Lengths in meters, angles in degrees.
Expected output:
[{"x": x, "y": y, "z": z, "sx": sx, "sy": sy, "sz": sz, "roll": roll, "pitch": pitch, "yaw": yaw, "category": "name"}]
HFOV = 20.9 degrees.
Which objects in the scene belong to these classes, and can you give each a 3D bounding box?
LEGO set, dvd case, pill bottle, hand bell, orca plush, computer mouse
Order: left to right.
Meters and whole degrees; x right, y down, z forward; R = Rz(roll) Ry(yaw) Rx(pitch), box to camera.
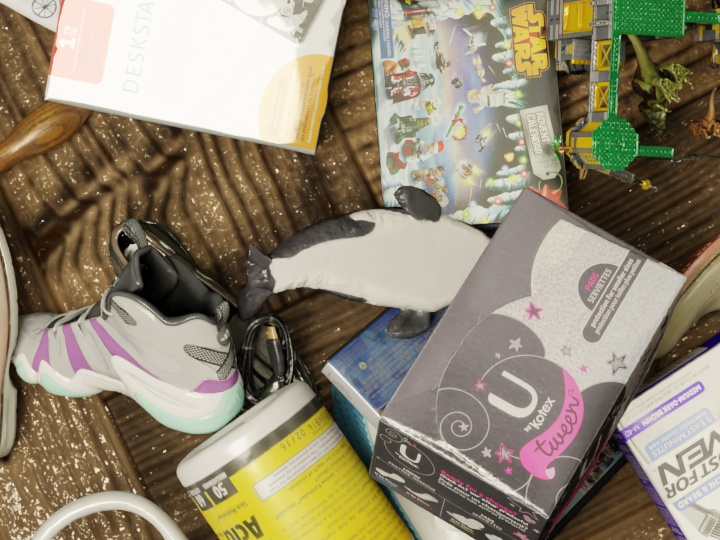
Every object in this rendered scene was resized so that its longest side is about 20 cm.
[{"x": -0.281, "y": -0.077, "z": 1.451, "sx": 0.200, "sy": 0.104, "sz": 0.104, "roll": -36, "pitch": 83, "yaw": -13, "category": "hand bell"}, {"x": -0.042, "y": 0.127, "z": 1.400, "sx": 0.058, "sy": 0.034, "sz": 0.201, "roll": -20, "pitch": 100, "yaw": -2, "category": "computer mouse"}, {"x": -0.028, "y": 0.185, "z": 1.337, "sx": 0.111, "sy": 0.111, "sz": 0.200, "roll": -35, "pitch": 92, "yaw": 0, "category": "pill bottle"}, {"x": 0.000, "y": 0.000, "z": 1.390, "sx": 0.200, "sy": 0.071, "sz": 0.106, "roll": -19, "pitch": 101, "yaw": -23, "category": "orca plush"}, {"x": 0.085, "y": 0.101, "z": 1.391, "sx": 0.200, "sy": 0.018, "sz": 0.143, "roll": 46, "pitch": 53, "yaw": 7, "category": "dvd case"}, {"x": 0.213, "y": -0.133, "z": 1.401, "sx": 0.199, "sy": 0.116, "sz": 0.154, "roll": -8, "pitch": 96, "yaw": -21, "category": "LEGO set"}]

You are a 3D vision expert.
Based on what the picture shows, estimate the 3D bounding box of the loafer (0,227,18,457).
[{"x": -0.286, "y": 0.049, "z": 1.397, "sx": 0.072, "sy": 0.063, "sz": 0.201, "roll": 17, "pitch": 115, "yaw": 41, "category": "loafer"}]

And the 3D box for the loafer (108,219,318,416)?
[{"x": -0.114, "y": 0.041, "z": 1.425, "sx": 0.200, "sy": 0.063, "sz": 0.072, "roll": 44, "pitch": 88, "yaw": 7, "category": "loafer"}]

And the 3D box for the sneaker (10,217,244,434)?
[{"x": -0.171, "y": 0.024, "z": 1.382, "sx": 0.199, "sy": 0.078, "sz": 0.140, "roll": 13, "pitch": 123, "yaw": 21, "category": "sneaker"}]

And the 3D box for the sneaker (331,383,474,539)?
[{"x": 0.046, "y": 0.142, "z": 1.406, "sx": 0.081, "sy": 0.077, "sz": 0.200, "roll": -27, "pitch": 81, "yaw": -19, "category": "sneaker"}]

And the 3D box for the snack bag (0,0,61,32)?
[{"x": -0.186, "y": -0.268, "z": 1.484, "sx": 0.188, "sy": 0.021, "sz": 0.200, "roll": 28, "pitch": 86, "yaw": 7, "category": "snack bag"}]

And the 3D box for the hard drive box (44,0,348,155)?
[{"x": -0.113, "y": -0.180, "z": 1.412, "sx": 0.199, "sy": 0.077, "sz": 0.156, "roll": 11, "pitch": 98, "yaw": -1, "category": "hard drive box"}]

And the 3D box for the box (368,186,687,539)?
[{"x": 0.112, "y": 0.071, "z": 1.300, "sx": 0.132, "sy": 0.115, "sz": 0.200, "roll": 29, "pitch": 68, "yaw": 11, "category": "box"}]

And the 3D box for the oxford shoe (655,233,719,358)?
[{"x": 0.278, "y": 0.001, "z": 1.402, "sx": 0.200, "sy": 0.071, "sz": 0.074, "roll": -44, "pitch": 87, "yaw": -1, "category": "oxford shoe"}]

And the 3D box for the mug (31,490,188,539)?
[{"x": -0.157, "y": 0.251, "z": 1.360, "sx": 0.175, "sy": 0.148, "sz": 0.200, "roll": -27, "pitch": 93, "yaw": -2, "category": "mug"}]

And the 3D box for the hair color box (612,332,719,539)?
[{"x": 0.268, "y": 0.156, "z": 1.380, "sx": 0.109, "sy": 0.065, "sz": 0.200, "roll": -33, "pitch": 89, "yaw": -2, "category": "hair color box"}]

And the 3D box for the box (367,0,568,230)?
[{"x": 0.078, "y": -0.129, "z": 1.443, "sx": 0.136, "sy": 0.040, "sz": 0.201, "roll": -5, "pitch": 83, "yaw": 2, "category": "box"}]
